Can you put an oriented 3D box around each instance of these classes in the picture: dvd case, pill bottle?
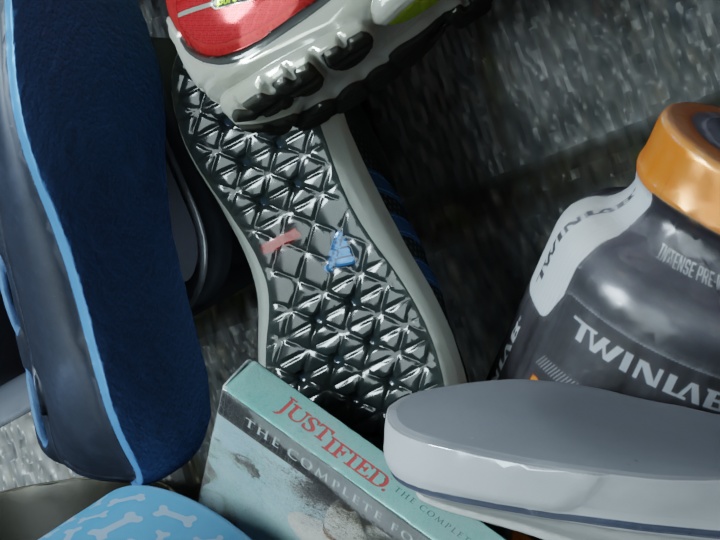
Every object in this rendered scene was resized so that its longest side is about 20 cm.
[{"bbox_3d":[-0.002,0.136,0.771,0.146,0.022,0.200,35,139,16],"label":"dvd case"},{"bbox_3d":[0.097,0.044,0.764,0.106,0.106,0.200,33,115,26],"label":"pill bottle"}]

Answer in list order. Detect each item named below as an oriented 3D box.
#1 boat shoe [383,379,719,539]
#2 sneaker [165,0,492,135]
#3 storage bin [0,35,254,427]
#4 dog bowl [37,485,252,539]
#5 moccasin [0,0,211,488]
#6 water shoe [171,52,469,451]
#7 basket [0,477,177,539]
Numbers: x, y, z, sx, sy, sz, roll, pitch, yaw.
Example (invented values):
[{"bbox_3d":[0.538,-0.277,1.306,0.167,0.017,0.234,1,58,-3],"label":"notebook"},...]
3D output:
[{"bbox_3d":[0.103,0.082,0.682,0.200,0.074,0.065,10,108,3],"label":"boat shoe"},{"bbox_3d":[0.023,-0.126,0.701,0.200,0.077,0.085,-32,79,2],"label":"sneaker"},{"bbox_3d":[-0.109,-0.026,0.878,0.200,0.134,0.146,-29,81,33],"label":"storage bin"},{"bbox_3d":[-0.055,0.155,0.770,0.111,0.050,0.200,14,137,34],"label":"dog bowl"},{"bbox_3d":[-0.109,-0.023,0.749,0.068,0.080,0.200,-5,94,39],"label":"moccasin"},{"bbox_3d":[0.000,0.000,0.776,0.071,0.079,0.200,-19,89,23],"label":"water shoe"},{"bbox_3d":[-0.122,0.202,0.925,0.180,0.136,0.200,7,111,67],"label":"basket"}]
